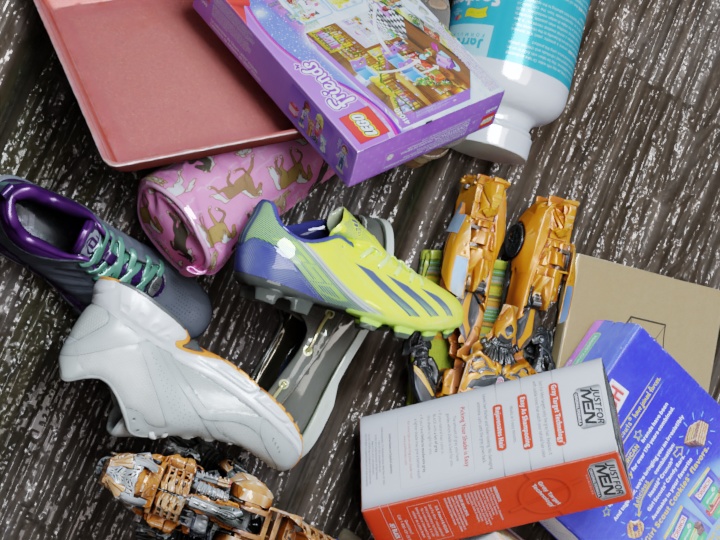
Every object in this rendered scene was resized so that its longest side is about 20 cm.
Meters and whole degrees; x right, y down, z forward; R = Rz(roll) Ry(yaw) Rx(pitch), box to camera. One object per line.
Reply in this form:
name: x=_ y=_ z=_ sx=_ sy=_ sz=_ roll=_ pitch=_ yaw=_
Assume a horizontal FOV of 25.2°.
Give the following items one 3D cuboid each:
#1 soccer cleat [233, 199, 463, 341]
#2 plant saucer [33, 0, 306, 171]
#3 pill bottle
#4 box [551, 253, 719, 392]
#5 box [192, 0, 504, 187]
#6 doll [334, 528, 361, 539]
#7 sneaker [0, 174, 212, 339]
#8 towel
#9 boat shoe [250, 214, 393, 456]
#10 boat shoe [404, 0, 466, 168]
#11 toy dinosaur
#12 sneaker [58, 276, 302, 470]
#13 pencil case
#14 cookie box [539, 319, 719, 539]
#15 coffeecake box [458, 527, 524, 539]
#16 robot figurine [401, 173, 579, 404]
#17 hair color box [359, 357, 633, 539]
soccer cleat: x=0.000 y=0.000 z=1.180 sx=0.199 sy=0.065 sz=0.085 roll=15 pitch=87 yaw=-31
plant saucer: x=-0.124 y=-0.153 z=1.173 sx=0.198 sy=0.037 sz=0.201 roll=-13 pitch=55 yaw=-24
pill bottle: x=0.124 y=-0.192 z=1.297 sx=0.110 sy=0.111 sz=0.202 roll=17 pitch=83 yaw=-24
box: x=0.234 y=0.100 z=1.398 sx=0.162 sy=0.021 sz=0.202 roll=13 pitch=84 yaw=-24
box: x=-0.010 y=-0.161 z=1.159 sx=0.136 sy=0.039 sz=0.200 roll=-24 pitch=61 yaw=-30
doll: x=-0.074 y=0.286 z=1.241 sx=0.199 sy=0.048 sz=0.138 roll=-27 pitch=108 yaw=-22
sneaker: x=-0.188 y=-0.001 z=1.166 sx=0.199 sy=0.087 sz=0.075 roll=29 pitch=78 yaw=-22
towel: x=0.081 y=0.086 z=1.329 sx=0.085 sy=0.018 sz=0.202 roll=6 pitch=88 yaw=-24
boat shoe: x=-0.036 y=0.044 z=1.246 sx=0.060 sy=0.072 sz=0.203 roll=27 pitch=83 yaw=-27
boat shoe: x=0.030 y=-0.171 z=1.260 sx=0.075 sy=0.072 sz=0.202 roll=7 pitch=57 yaw=-29
toy dinosaur: x=-0.105 y=0.182 z=1.179 sx=0.200 sy=0.135 sz=0.102 roll=45 pitch=72 yaw=-18
sneaker: x=-0.132 y=0.095 z=1.152 sx=0.200 sy=0.076 sz=0.092 roll=40 pitch=79 yaw=-18
pencil case: x=-0.077 y=-0.076 z=1.204 sx=0.086 sy=0.083 sz=0.200 roll=37 pitch=56 yaw=23
cookie box: x=0.233 y=0.169 z=1.343 sx=0.200 sy=0.075 sz=0.172 roll=43 pitch=73 yaw=-19
coffeecake box: x=0.135 y=0.269 z=1.250 sx=0.153 sy=0.200 sz=0.073 roll=39 pitch=90 yaw=-20
robot figurine: x=0.111 y=0.031 z=1.303 sx=0.144 sy=0.058 sz=0.202 roll=13 pitch=85 yaw=-24
hair color box: x=0.101 y=0.143 z=1.235 sx=0.198 sy=0.102 sz=0.062 roll=-15 pitch=130 yaw=12
